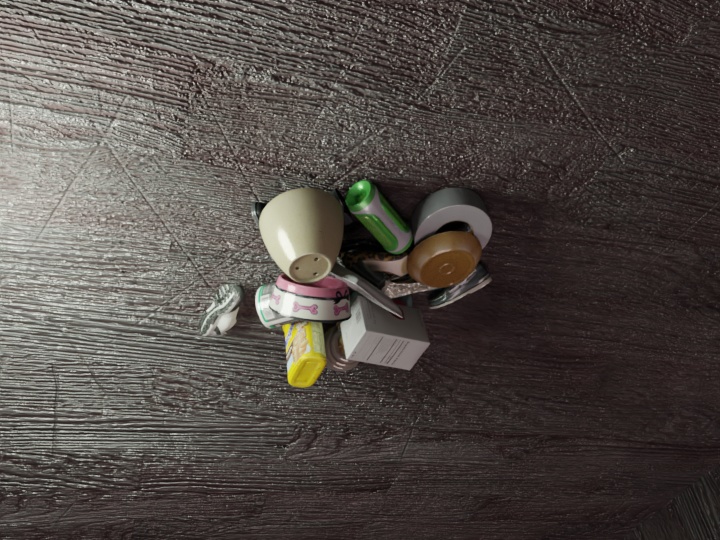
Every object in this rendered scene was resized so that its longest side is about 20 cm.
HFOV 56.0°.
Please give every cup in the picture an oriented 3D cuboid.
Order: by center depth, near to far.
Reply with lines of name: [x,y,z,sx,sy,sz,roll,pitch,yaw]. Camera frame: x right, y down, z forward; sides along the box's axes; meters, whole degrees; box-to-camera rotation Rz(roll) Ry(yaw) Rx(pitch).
cup: [-0.121,-0.060,1.514,0.195,0.146,0.203,-9,142,-8]

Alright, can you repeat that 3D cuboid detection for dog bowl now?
dog bowl: [-0.113,0.058,1.568,0.195,0.200,0.076,6,100,-16]

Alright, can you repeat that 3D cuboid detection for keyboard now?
keyboard: [-0.072,-0.062,1.665,0.195,0.041,0.104,-11,178,25]

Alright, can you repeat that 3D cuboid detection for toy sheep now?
toy sheep: [-0.053,0.216,1.899,0.134,0.142,0.200,4,157,-15]

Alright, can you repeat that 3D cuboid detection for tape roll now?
tape roll: [0.223,-0.107,1.677,0.194,0.067,0.203,-5,137,-5]

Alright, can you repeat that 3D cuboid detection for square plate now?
square plate: [-0.006,0.033,1.641,0.197,0.198,0.029,37,84,-43]

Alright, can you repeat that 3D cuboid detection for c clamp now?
c clamp: [0.000,0.000,1.776,0.169,0.027,0.200,-33,128,14]

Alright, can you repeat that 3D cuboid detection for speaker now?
speaker: [0.047,-0.123,1.611,0.087,0.090,0.200,-28,134,19]

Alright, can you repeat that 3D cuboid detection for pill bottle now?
pill bottle: [-0.161,0.072,1.740,0.195,0.115,0.114,-15,138,18]

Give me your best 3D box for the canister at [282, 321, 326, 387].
canister: [-0.150,0.189,1.817,0.085,0.203,0.150,11,134,-22]

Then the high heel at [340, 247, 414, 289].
high heel: [0.050,-0.039,1.716,0.199,0.141,0.073,-34,147,-41]

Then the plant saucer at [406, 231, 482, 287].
plant saucer: [0.213,-0.016,1.692,0.194,0.036,0.203,-7,141,-6]

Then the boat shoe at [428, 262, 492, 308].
boat shoe: [0.265,0.044,1.863,0.197,0.073,0.063,-29,92,28]

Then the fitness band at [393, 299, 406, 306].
fitness band: [0.080,0.156,1.890,0.140,0.038,0.202,-18,137,8]

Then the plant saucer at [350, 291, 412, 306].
plant saucer: [0.052,0.116,1.898,0.195,0.039,0.204,-5,136,-5]

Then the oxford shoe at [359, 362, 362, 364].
oxford shoe: [0.016,0.240,2.018,0.195,0.073,0.073,-13,166,-1]

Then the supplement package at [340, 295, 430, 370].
supplement package: [0.064,0.166,1.784,0.196,0.123,0.121,13,131,-25]

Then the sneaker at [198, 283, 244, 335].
sneaker: [-0.354,0.103,1.798,0.079,0.075,0.200,9,140,-40]

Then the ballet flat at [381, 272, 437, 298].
ballet flat: [0.144,0.026,1.791,0.195,0.073,0.073,-13,140,-18]

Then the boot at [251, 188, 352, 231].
boot: [-0.134,-0.135,1.578,0.196,0.067,0.165,-20,144,14]
